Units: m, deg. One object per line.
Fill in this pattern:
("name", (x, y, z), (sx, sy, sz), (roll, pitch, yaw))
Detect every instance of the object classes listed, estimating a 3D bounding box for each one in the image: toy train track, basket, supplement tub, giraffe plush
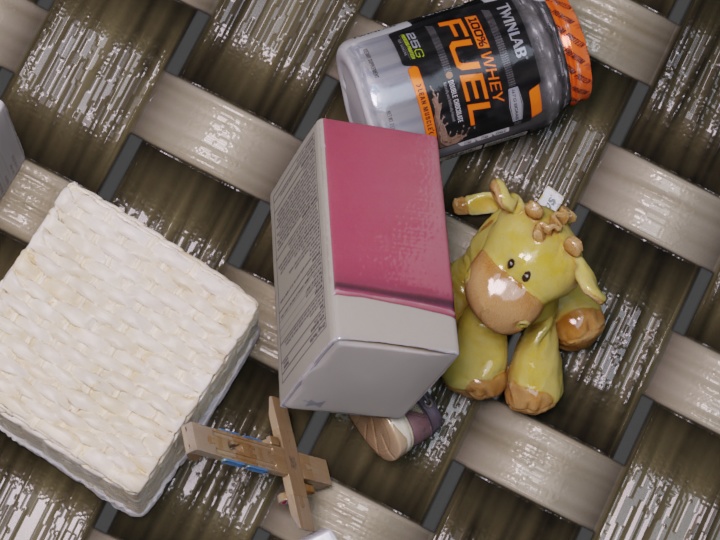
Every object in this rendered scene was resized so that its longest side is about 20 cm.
("toy train track", (-0.089, 0.154, 1.543), (0.032, 0.200, 0.116), (-24, 65, 23))
("basket", (-0.205, 0.067, 1.550), (0.199, 0.161, 0.199), (33, 79, -1))
("supplement tub", (0.088, -0.163, 1.626), (0.198, 0.123, 0.124), (-18, 83, -7))
("giraffe plush", (0.135, 0.008, 1.583), (0.171, 0.162, 0.202), (18, 81, -1))

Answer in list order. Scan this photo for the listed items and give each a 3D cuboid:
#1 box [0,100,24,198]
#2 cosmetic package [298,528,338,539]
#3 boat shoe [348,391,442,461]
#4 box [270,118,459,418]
("box", (-0.393, -0.108, 1.539), (0.198, 0.200, 0.131), (31, 80, 0))
("cosmetic package", (-0.098, 0.284, 1.555), (0.199, 0.102, 0.075), (-28, 85, -7))
("boat shoe", (0.000, 0.064, 1.616), (0.064, 0.072, 0.201), (-21, 70, -31))
("box", (0.000, 0.000, 1.530), (0.108, 0.128, 0.202), (7, 60, -21))
